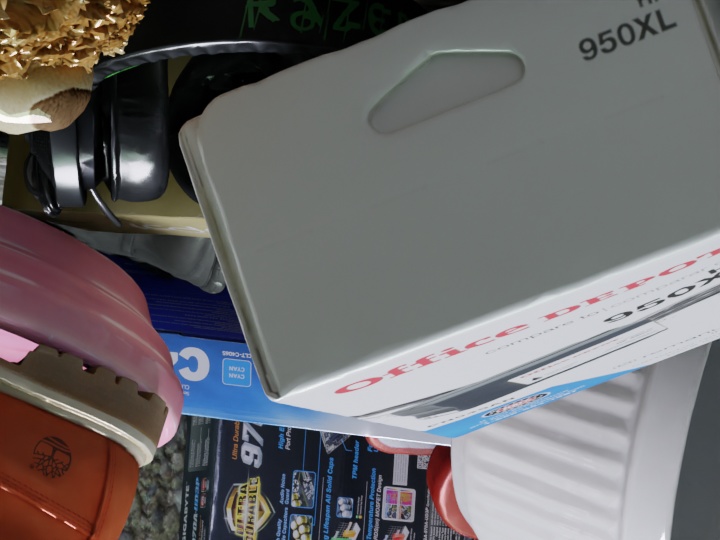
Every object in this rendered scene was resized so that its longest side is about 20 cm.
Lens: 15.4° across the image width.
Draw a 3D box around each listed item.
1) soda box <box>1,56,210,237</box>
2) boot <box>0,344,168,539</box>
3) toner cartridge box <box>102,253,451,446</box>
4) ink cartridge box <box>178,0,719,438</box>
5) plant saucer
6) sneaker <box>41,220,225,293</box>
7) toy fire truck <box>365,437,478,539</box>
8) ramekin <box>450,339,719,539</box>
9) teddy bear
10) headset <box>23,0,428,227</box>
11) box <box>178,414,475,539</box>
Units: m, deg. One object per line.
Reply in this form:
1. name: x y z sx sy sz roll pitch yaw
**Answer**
1. soda box: -0.027 -0.044 0.949 0.199 0.064 0.068 3 175 26
2. boot: -0.173 0.062 0.915 0.199 0.108 0.075 22 163 -15
3. toner cartridge box: -0.036 0.033 1.218 0.199 0.043 0.095 6 -156 8
4. ink cartridge box: 0.053 -0.016 0.767 0.144 0.084 0.200 -22 168 13
5. plant saucer: -0.160 0.013 1.009 0.200 0.051 0.201 14 163 4
6. sneaker: -0.100 -0.034 1.144 0.090 0.076 0.200 15 170 -17
7. toy fire truck: 0.105 0.038 1.309 0.199 0.168 0.112 6 -150 -15
8. ramekin: 0.117 0.046 1.128 0.105 0.201 0.200 15 179 22
9. teddy bear: -0.130 -0.071 0.715 0.199 0.067 0.145 4 178 26
10. headset: -0.058 -0.063 0.855 0.123 0.094 0.200 7 160 -32
11. box: -0.012 0.064 1.424 0.158 0.201 0.046 7 171 -26
